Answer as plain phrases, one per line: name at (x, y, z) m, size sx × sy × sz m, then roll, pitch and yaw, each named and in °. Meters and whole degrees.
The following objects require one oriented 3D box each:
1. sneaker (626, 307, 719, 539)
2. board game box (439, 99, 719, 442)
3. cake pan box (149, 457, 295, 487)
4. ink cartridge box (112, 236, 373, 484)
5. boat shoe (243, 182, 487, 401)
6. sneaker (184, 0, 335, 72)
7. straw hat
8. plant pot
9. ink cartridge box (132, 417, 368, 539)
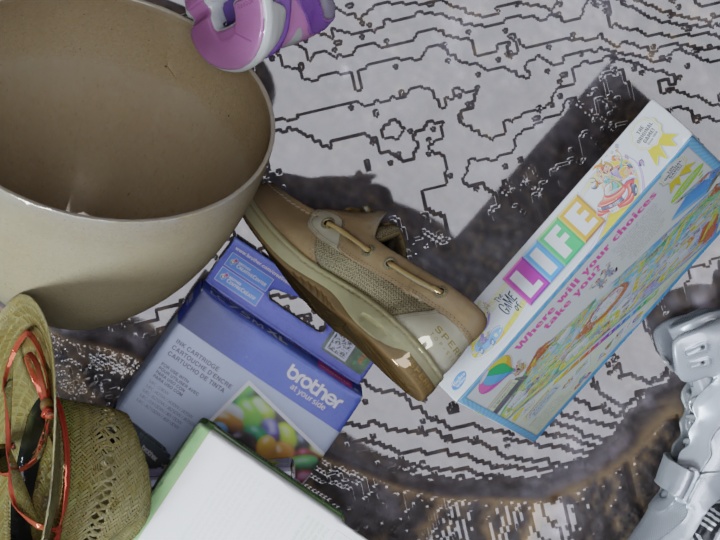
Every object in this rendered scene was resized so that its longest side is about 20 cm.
sneaker at (0.199, 0.096, 1.772) m, size 0.200 × 0.075 × 0.115 m, roll -43°, pitch 97°, yaw 0°
board game box at (0.133, 0.004, 1.725) m, size 0.200 × 0.134 × 0.034 m, roll -48°, pitch 64°, yaw 5°
cake pan box at (-0.119, 0.215, 1.743) m, size 0.183 × 0.052 × 0.201 m, roll -6°, pitch 92°, yaw 2°
ink cartridge box at (-0.084, 0.094, 1.780) m, size 0.119 × 0.042 × 0.200 m, roll 34°, pitch 95°, yaw -7°
boat shoe at (0.000, 0.000, 1.708) m, size 0.064 × 0.200 × 0.071 m, roll -43°, pitch 138°, yaw -6°
sneaker at (-0.066, -0.212, 1.718) m, size 0.088 × 0.080 × 0.201 m, roll -7°, pitch 78°, yaw -43°
straw hat at (-0.161, 0.118, 1.652) m, size 0.085 × 0.201 × 0.202 m, roll 7°, pitch 99°, yaw -24°
plant pot at (-0.159, -0.046, 1.696) m, size 0.199 × 0.201 × 0.135 m, roll 14°, pitch 131°, yaw -4°
ink cartridge box at (-0.049, 0.198, 1.694) m, size 0.200 × 0.048 × 0.146 m, roll 34°, pitch 90°, yaw -1°
